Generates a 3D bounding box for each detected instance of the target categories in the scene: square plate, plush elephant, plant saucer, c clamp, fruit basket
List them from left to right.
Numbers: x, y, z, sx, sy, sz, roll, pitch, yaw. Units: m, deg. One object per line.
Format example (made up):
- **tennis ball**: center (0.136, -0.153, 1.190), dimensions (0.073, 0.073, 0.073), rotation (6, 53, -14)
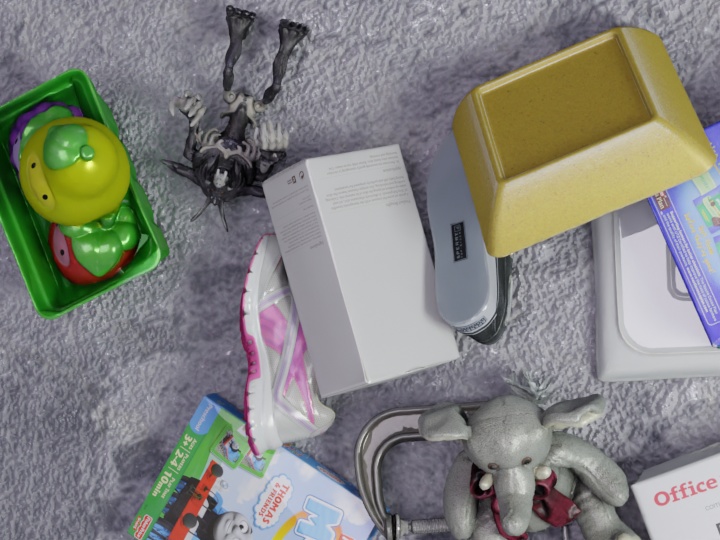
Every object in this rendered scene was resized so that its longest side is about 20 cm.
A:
- **fruit basket**: center (-0.265, -0.074, 1.569), dimensions (0.155, 0.216, 0.217), rotation (-25, 83, 13)
- **c clamp**: center (0.092, 0.200, 1.539), dimensions (0.199, 0.027, 0.172), rotation (2, 85, 3)
- **plush elephant**: center (0.133, 0.166, 1.446), dimensions (0.164, 0.155, 0.201), rotation (-11, 74, 16)
- **plant saucer**: center (0.174, -0.123, 1.457), dimensions (0.199, 0.049, 0.201), rotation (-23, 39, 10)
- **square plate**: center (0.296, -0.007, 1.502), dimensions (0.197, 0.028, 0.201), rotation (-3, 88, 16)

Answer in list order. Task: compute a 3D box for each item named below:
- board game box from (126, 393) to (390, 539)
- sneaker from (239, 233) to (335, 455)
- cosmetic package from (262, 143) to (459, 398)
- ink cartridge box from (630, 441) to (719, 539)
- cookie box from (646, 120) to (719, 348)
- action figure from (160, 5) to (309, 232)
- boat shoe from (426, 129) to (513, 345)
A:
- **board game box**: center (-0.095, 0.230, 1.600), dimensions (0.199, 0.037, 0.152), rotation (31, 96, 13)
- **sneaker**: center (-0.064, 0.065, 1.578), dimensions (0.088, 0.081, 0.201), rotation (-2, 80, -6)
- **cosmetic package**: center (0.000, 0.000, 1.531), dimensions (0.085, 0.107, 0.201), rotation (-21, 81, 54)
- **ink cartridge box**: center (0.327, 0.243, 1.459), dimensions (0.145, 0.083, 0.201), rotation (-22, 83, 14)
- **cookie box**: center (0.351, -0.051, 1.434), dimensions (0.199, 0.075, 0.172), rotation (-24, 82, 14)
- **action figure**: center (-0.115, -0.136, 1.581), dimensions (0.118, 0.102, 0.201), rotation (15, 91, 3)
- **boat shoe**: center (0.106, -0.033, 1.534), dimensions (0.073, 0.068, 0.200), rotation (-18, 60, 25)
